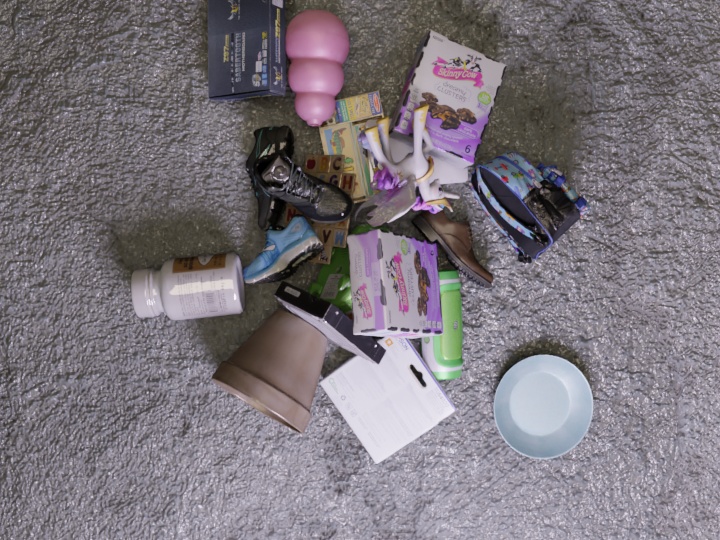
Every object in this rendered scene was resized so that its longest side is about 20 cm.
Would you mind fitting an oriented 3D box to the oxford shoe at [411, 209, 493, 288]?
[{"bbox_3d":[0.194,-0.050,1.507,0.084,0.073,0.200,-43,93,-2],"label":"oxford shoe"}]

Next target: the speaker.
[{"bbox_3d":[0.154,0.102,1.505,0.086,0.088,0.205,-2,93,-2],"label":"speaker"}]

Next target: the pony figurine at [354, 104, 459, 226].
[{"bbox_3d":[0.069,-0.169,1.395,0.190,0.167,0.203,-23,109,-8],"label":"pony figurine"}]

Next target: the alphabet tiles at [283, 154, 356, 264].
[{"bbox_3d":[-0.080,-0.117,1.471,0.164,0.006,0.205,8,89,40],"label":"alphabet tiles"}]

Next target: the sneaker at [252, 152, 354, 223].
[{"bbox_3d":[-0.107,-0.146,1.390,0.197,0.114,0.077,29,90,9],"label":"sneaker"}]

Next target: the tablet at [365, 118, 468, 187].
[{"bbox_3d":[0.110,-0.230,1.510,0.196,0.014,0.133,-5,91,-11],"label":"tablet"}]

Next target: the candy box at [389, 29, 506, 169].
[{"bbox_3d":[0.162,-0.320,1.477,0.165,0.071,0.204,21,86,-9],"label":"candy box"}]

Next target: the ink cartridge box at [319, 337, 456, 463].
[{"bbox_3d":[0.054,0.238,1.511,0.198,0.041,0.201,-34,93,14],"label":"ink cartridge box"}]

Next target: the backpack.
[{"bbox_3d":[0.304,-0.136,1.461,0.134,0.183,0.201,-40,81,-8],"label":"backpack"}]

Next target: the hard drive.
[{"bbox_3d":[-0.053,0.098,1.425,0.138,0.200,0.038,23,76,41],"label":"hard drive"}]

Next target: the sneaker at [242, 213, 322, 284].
[{"bbox_3d":[-0.152,-0.039,1.472,0.199,0.078,0.091,-32,74,35],"label":"sneaker"}]

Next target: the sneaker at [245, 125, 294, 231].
[{"bbox_3d":[-0.178,-0.177,1.500,0.078,0.075,0.205,8,86,11],"label":"sneaker"}]

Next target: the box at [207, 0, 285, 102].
[{"bbox_3d":[-0.213,-0.422,1.453,0.155,0.051,0.205,2,93,34],"label":"box"}]

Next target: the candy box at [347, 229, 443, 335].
[{"bbox_3d":[0.064,0.029,1.381,0.070,0.199,0.172,-10,79,33],"label":"candy box"}]

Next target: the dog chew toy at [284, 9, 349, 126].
[{"bbox_3d":[-0.083,-0.372,1.456,0.122,0.125,0.205,2,90,-2],"label":"dog chew toy"}]

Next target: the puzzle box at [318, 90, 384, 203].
[{"bbox_3d":[-0.006,-0.233,1.516,0.130,0.025,0.204,-13,93,-2],"label":"puzzle box"}]

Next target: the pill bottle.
[{"bbox_3d":[-0.322,0.033,1.473,0.195,0.114,0.117,-6,93,-2],"label":"pill bottle"}]

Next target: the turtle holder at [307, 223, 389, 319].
[{"bbox_3d":[-0.008,0.007,1.482,0.140,0.188,0.131,-31,130,33],"label":"turtle holder"}]

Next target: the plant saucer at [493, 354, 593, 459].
[{"bbox_3d":[0.356,0.265,1.541,0.196,0.039,0.206,0,92,-1],"label":"plant saucer"}]

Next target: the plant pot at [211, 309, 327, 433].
[{"bbox_3d":[-0.149,0.178,1.461,0.198,0.200,0.175,32,75,-3],"label":"plant pot"}]
